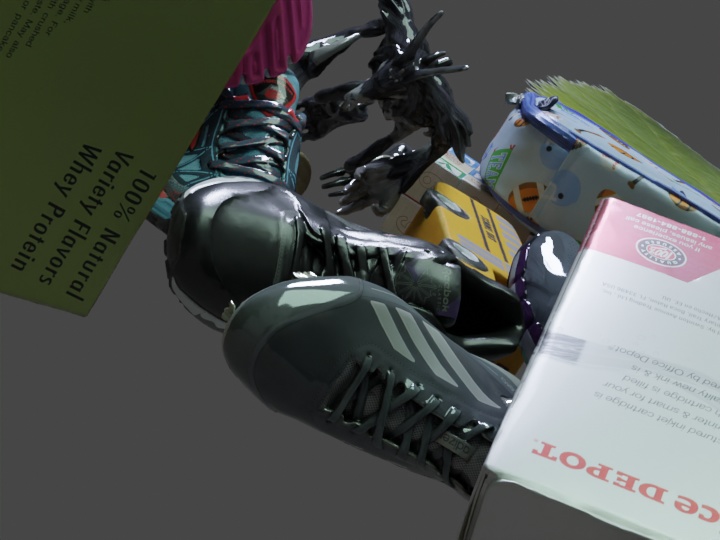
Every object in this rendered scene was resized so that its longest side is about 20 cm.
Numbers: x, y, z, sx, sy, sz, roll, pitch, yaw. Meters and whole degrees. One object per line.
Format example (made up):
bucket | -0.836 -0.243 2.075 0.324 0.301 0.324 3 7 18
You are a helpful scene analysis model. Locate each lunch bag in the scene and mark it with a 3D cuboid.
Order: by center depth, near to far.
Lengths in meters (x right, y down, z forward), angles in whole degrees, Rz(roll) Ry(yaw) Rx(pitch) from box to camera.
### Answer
lunch bag | 0.166 -0.042 1.388 0.199 0.076 0.160 34 11 0

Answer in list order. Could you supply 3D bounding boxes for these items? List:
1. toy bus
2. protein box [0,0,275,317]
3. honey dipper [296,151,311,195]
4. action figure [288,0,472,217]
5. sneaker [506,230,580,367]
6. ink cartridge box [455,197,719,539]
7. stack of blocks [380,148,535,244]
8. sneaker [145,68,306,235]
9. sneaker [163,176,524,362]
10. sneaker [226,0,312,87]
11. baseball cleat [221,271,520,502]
toy bus | 0.055 0.010 1.215 0.078 0.065 0.200 32 12 -11
protein box | -0.163 -0.117 0.855 0.199 0.199 0.135 19 19 -47
honey dipper | -0.093 -0.099 1.334 0.038 0.038 0.200 21 15 -41
action figure | 0.003 -0.092 1.303 0.119 0.102 0.200 58 -17 5
sneaker | 0.131 0.045 1.078 0.074 0.087 0.201 28 37 -33
ink cartridge box | 0.133 0.075 0.897 0.146 0.083 0.200 21 40 8
stack of blocks | 0.114 0.000 1.401 0.199 0.059 0.115 34 13 5
sneaker | -0.069 -0.066 1.123 0.079 0.096 0.200 27 14 -26
sneaker | 0.000 0.000 1.016 0.087 0.076 0.199 -5 -16 42
sneaker | -0.128 -0.118 1.099 0.199 0.082 0.088 -15 26 -25
baseball cleat | 0.031 0.062 0.955 0.199 0.070 0.106 20 18 -42
